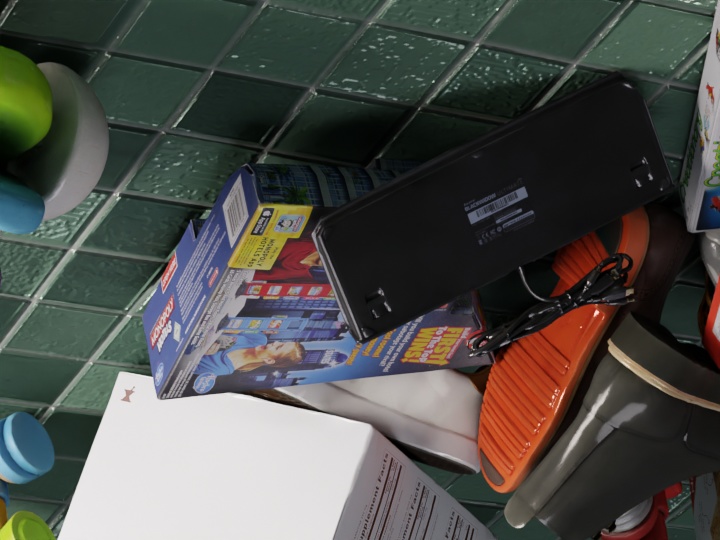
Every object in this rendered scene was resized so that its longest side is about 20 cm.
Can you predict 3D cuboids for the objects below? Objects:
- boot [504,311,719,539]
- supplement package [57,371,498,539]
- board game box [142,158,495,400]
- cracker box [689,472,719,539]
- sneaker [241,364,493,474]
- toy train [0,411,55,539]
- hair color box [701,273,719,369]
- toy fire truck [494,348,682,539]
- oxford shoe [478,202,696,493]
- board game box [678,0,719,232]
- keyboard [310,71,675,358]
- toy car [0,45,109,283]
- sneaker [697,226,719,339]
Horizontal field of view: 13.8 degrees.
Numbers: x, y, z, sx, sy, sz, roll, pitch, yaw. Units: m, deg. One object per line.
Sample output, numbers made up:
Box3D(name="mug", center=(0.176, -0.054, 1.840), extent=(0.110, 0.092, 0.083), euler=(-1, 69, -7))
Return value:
Box3D(name="boot", center=(0.174, 0.114, 1.753), extent=(0.200, 0.077, 0.139), euler=(30, 100, -44))
Box3D(name="supplement package", center=(-0.053, 0.180, 1.847), extent=(0.190, 0.148, 0.200), euler=(10, 161, 30))
Box3D(name="board game box", center=(0.000, 0.000, 1.696), extent=(0.199, 0.062, 0.200), euler=(2, 146, -23))
Box3D(name="cracker box", center=(0.269, 0.164, 1.937), extent=(0.057, 0.135, 0.200), euler=(-3, 164, -9))
Box3D(name="sneaker", center=(-0.009, 0.052, 1.801), extent=(0.199, 0.085, 0.073), euler=(21, 169, -11))
Box3D(name="toy train", center=(-0.233, 0.192, 1.843), extent=(0.115, 0.201, 0.084), euler=(-32, 143, 29))
Box3D(name="hair color box", center=(0.295, -0.004, 1.677), extent=(0.199, 0.061, 0.102), euler=(-26, 153, -17))
Box3D(name="toy fire truck", center=(0.143, 0.146, 1.848), extent=(0.128, 0.201, 0.176), euler=(-15, 150, 12))
Box3D(name="oxford shoe", center=(0.134, 0.049, 1.747), extent=(0.072, 0.071, 0.201), euler=(10, 119, -36))
Box3D(name="board game box", center=(0.248, -0.090, 1.627), extent=(0.125, 0.035, 0.200), euler=(-6, 151, -5))
Box3D(name="keyboard", center=(0.080, -0.016, 1.617), extent=(0.199, 0.021, 0.128), euler=(-25, 112, -8))
Box3D(name="toy car", center=(-0.230, -0.032, 1.491), extent=(0.174, 0.151, 0.200), euler=(21, 140, -41))
Box3D(name="sneaker", center=(0.236, 0.024, 1.791), extent=(0.077, 0.079, 0.200), euler=(1, 149, 28))
